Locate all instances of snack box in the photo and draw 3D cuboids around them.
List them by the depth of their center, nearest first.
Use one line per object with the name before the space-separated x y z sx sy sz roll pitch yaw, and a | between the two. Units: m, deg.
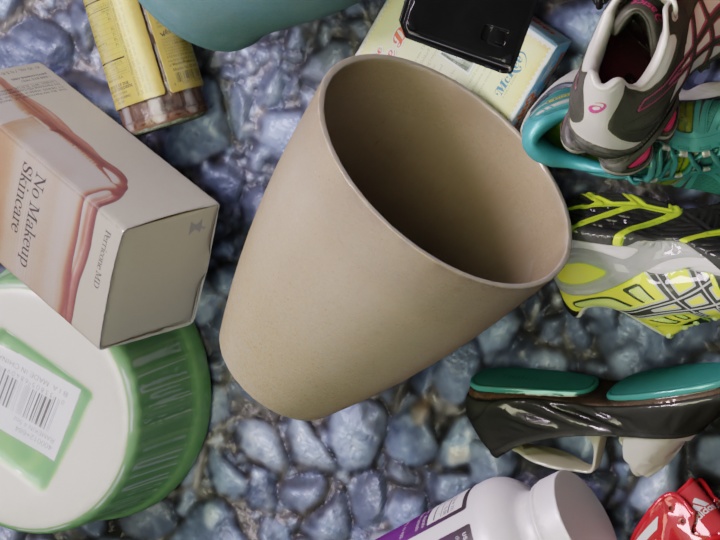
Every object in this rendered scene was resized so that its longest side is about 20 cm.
snack box | 0.039 -0.097 1.685 0.116 0.037 0.200 35 110 12

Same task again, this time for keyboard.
keyboard | 0.111 -0.216 1.544 0.127 0.021 0.200 20 89 -1

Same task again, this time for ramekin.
ramekin | -0.214 0.087 1.786 0.200 0.098 0.200 4 100 22

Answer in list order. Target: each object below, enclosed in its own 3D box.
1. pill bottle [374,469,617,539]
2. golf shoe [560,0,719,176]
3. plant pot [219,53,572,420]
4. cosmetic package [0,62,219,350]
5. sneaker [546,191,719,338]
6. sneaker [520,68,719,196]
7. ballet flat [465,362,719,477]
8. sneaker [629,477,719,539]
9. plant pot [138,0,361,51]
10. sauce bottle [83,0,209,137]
pill bottle | 0.068 0.209 1.680 0.200 0.112 0.113 -30 86 24
golf shoe | 0.186 -0.153 1.546 0.077 0.088 0.200 19 64 15
plant pot | 0.000 0.000 1.614 0.187 0.187 0.200 47 124 10
cosmetic package | -0.197 -0.046 1.723 0.200 0.087 0.104 36 127 33
sneaker | 0.217 0.002 1.618 0.200 0.075 0.077 11 123 23
sneaker | 0.196 -0.075 1.596 0.200 0.080 0.078 7 115 23
ballet flat | 0.163 0.096 1.654 0.200 0.068 0.069 -2 108 33
sneaker | 0.239 0.182 1.604 0.200 0.078 0.116 -22 85 42
plant pot | -0.056 -0.241 1.626 0.188 0.200 0.200 -35 84 37
sauce bottle | -0.158 -0.193 1.739 0.065 0.065 0.200 -15 91 24
